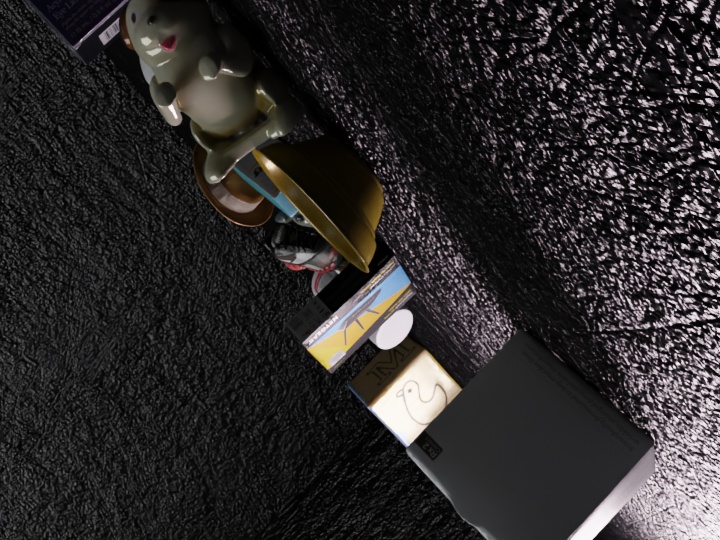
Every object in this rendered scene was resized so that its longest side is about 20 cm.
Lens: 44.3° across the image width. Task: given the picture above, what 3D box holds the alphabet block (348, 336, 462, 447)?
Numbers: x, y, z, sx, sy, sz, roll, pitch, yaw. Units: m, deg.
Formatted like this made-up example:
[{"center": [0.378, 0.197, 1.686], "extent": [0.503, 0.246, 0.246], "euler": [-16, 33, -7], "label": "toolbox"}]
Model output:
[{"center": [0.117, 0.303, 2.219], "extent": [0.195, 0.200, 0.196], "euler": [47, 175, -20], "label": "alphabet block"}]

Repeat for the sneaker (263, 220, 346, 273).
[{"center": [-0.095, -0.043, 1.495], "extent": [0.097, 0.071, 0.200], "euler": [30, 164, -33], "label": "sneaker"}]

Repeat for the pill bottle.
[{"center": [0.006, 0.059, 1.711], "extent": [0.200, 0.120, 0.120], "euler": [41, 173, 37], "label": "pill bottle"}]

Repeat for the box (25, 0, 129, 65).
[{"center": [-0.399, -0.412, 1.212], "extent": [0.200, 0.148, 0.104], "euler": [46, 174, -6], "label": "box"}]

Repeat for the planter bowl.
[{"center": [-0.032, -0.097, 1.053], "extent": [0.200, 0.083, 0.200], "euler": [46, 175, 5], "label": "planter bowl"}]

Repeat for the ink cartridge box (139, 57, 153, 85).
[{"center": [-0.318, -0.343, 1.420], "extent": [0.159, 0.047, 0.200], "euler": [11, 149, 53], "label": "ink cartridge box"}]

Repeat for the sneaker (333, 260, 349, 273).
[{"center": [0.000, 0.000, 1.609], "extent": [0.199, 0.070, 0.108], "euler": [34, -178, 18], "label": "sneaker"}]

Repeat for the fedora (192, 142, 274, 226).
[{"center": [-0.210, -0.176, 1.603], "extent": [0.200, 0.081, 0.202], "euler": [35, -141, -35], "label": "fedora"}]

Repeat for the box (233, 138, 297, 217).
[{"center": [-0.136, -0.159, 1.403], "extent": [0.049, 0.082, 0.200], "euler": [49, 174, -37], "label": "box"}]

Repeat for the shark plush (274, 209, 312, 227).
[{"center": [-0.083, -0.111, 1.394], "extent": [0.090, 0.084, 0.200], "euler": [4, -174, -10], "label": "shark plush"}]

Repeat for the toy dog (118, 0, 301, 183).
[{"center": [-0.172, -0.238, 0.988], "extent": [0.200, 0.139, 0.195], "euler": [47, -149, -34], "label": "toy dog"}]

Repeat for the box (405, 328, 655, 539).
[{"center": [0.195, 0.215, 1.006], "extent": [0.199, 0.200, 0.131], "euler": [43, 176, 28], "label": "box"}]

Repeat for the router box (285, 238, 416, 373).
[{"center": [-0.011, 0.060, 1.428], "extent": [0.051, 0.200, 0.149], "euler": [44, 176, 30], "label": "router box"}]
